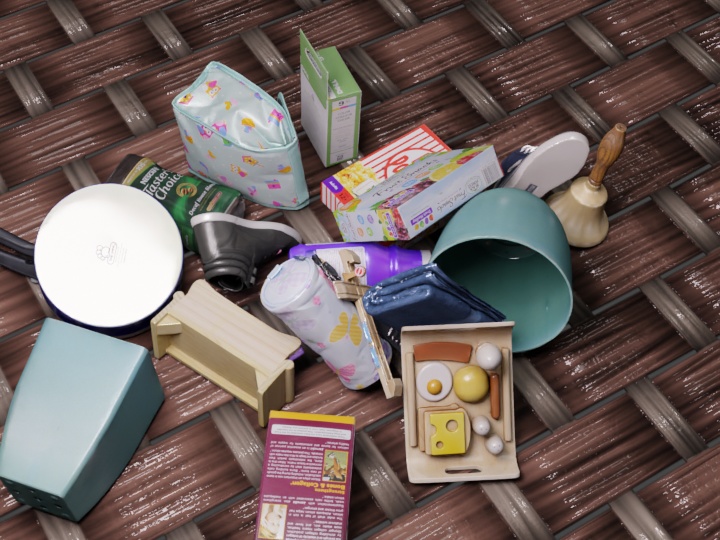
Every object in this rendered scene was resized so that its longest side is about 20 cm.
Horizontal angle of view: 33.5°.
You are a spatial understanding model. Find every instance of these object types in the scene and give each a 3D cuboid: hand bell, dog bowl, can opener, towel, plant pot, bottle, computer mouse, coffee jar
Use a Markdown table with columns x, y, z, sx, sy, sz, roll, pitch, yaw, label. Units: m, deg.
| x | y | z | sx | sy | sz | roll | pitch | yaw | label |
| --- | --- | --- | --- | --- | --- | --- | --- | --- | --- |
| 0.336 | -0.135 | 1.694 | 0.103 | 0.201 | 0.105 | 6 | 52 | -8 | hand bell |
| -0.337 | -0.013 | 1.614 | 0.198 | 0.079 | 0.202 | 2 | 76 | -9 | dog bowl |
| -0.476 | -0.020 | 1.694 | 0.199 | 0.079 | 0.064 | 15 | 92 | 13 | can opener |
| 0.094 | 0.051 | 1.516 | 0.111 | 0.200 | 0.049 | -18 | 63 | 27 | towel |
| -0.355 | 0.194 | 1.483 | 0.140 | 0.142 | 0.201 | 16 | 61 | 11 | plant pot |
| 0.000 | 0.000 | 1.667 | 0.198 | 0.065 | 0.084 | -4 | 96 | -4 | bottle |
| 0.011 | 0.045 | 1.611 | 0.200 | 0.059 | 0.034 | 44 | 93 | -3 | computer mouse |
| 0.193 | -0.016 | 1.620 | 0.199 | 0.202 | 0.161 | 11 | 42 | 7 | plant pot |
| -0.274 | -0.095 | 1.729 | 0.199 | 0.086 | 0.105 | 20 | 55 | 14 | coffee jar |

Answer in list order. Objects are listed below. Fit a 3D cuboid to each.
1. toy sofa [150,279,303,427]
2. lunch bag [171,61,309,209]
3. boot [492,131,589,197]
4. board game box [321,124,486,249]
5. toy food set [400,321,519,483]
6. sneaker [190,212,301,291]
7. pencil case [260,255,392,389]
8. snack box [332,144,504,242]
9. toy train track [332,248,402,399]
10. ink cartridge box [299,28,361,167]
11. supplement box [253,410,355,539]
| x | y | z | sx | sy | sz | roll | pitch | yaw | label |
| --- | --- | --- | --- | --- | --- | --- | --- | --- | --- |
| -0.173 | 0.107 | 1.581 | 0.199 | 0.083 | 0.098 | 29 | 54 | 20 | toy sofa |
| -0.159 | -0.184 | 1.746 | 0.199 | 0.171 | 0.122 | 29 | 65 | 19 | lunch bag |
| 0.253 | -0.157 | 1.728 | 0.072 | 0.200 | 0.091 | 25 | 47 | -23 | boot |
| 0.064 | -0.116 | 1.778 | 0.199 | 0.046 | 0.152 | -32 | 60 | -23 | board game box |
| 0.126 | 0.164 | 1.500 | 0.142 | 0.060 | 0.202 | -3 | 97 | -3 | toy food set |
| -0.154 | -0.017 | 1.657 | 0.070 | 0.199 | 0.100 | -15 | 76 | 36 | sneaker |
| -0.043 | 0.070 | 1.542 | 0.090 | 0.200 | 0.083 | 8 | 58 | 50 | pencil case |
| 0.080 | -0.105 | 1.646 | 0.200 | 0.053 | 0.142 | -34 | 18 | -34 | snack box |
| 0.020 | 0.063 | 1.522 | 0.032 | 0.115 | 0.201 | -24 | 75 | 23 | toy train track |
| -0.045 | -0.262 | 1.789 | 0.059 | 0.201 | 0.104 | -18 | 56 | -15 | ink cartridge box |
| -0.066 | 0.280 | 1.450 | 0.109 | 0.086 | 0.201 | 4 | 53 | 1 | supplement box |
